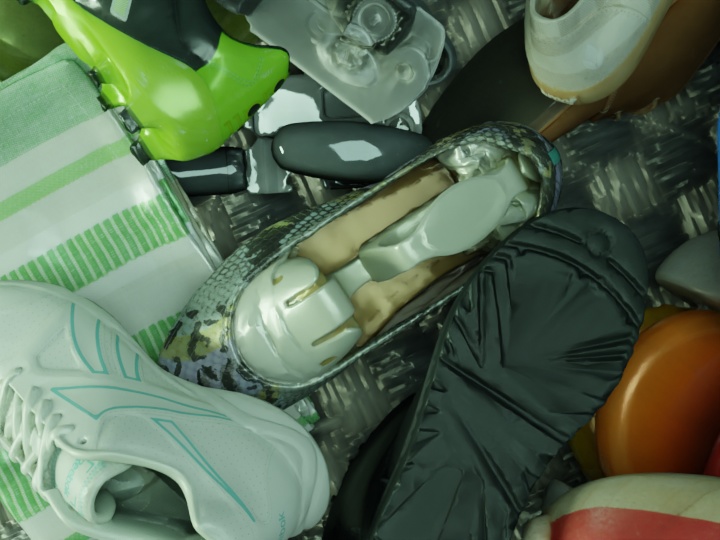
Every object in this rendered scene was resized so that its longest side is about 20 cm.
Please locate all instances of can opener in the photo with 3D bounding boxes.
[{"bbox_3d":[-0.067,-0.059,1.125,0.198,0.066,0.053,-4,89,-1],"label":"can opener"},{"bbox_3d":[-0.046,-0.140,1.100,0.200,0.067,0.053,38,106,5],"label":"can opener"}]

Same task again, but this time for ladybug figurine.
[{"bbox_3d":[0.157,0.148,1.025,0.199,0.136,0.072,18,50,-1],"label":"ladybug figurine"}]

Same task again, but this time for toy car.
[{"bbox_3d":[0.186,0.086,1.104,0.199,0.150,0.176,27,87,-5],"label":"toy car"}]

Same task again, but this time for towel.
[{"bbox_3d":[-0.128,0.018,1.110,0.152,0.023,0.201,-29,101,11],"label":"towel"}]

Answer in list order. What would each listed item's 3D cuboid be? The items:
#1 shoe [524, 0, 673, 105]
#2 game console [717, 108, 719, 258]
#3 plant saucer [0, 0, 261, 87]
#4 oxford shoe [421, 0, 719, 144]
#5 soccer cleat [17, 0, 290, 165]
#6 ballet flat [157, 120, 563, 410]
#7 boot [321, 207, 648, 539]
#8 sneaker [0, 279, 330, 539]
[{"bbox_3d":[0.125,-0.165,1.095,0.070,0.053,0.201,13,66,35],"label":"shoe"},{"bbox_3d":[0.222,-0.052,1.078,0.117,0.201,0.172,4,131,14],"label":"game console"},{"bbox_3d":[-0.118,-0.170,1.127,0.198,0.031,0.202,1,85,-8],"label":"plant saucer"},{"bbox_3d":[0.108,-0.089,1.143,0.200,0.071,0.071,-39,128,3],"label":"oxford shoe"},{"bbox_3d":[-0.106,-0.134,1.053,0.081,0.068,0.200,-34,75,-10],"label":"soccer cleat"},{"bbox_3d":[0.000,0.000,1.065,0.200,0.072,0.072,-33,93,-4],"label":"ballet flat"},{"bbox_3d":[0.046,0.067,1.084,0.073,0.162,0.199,27,86,-4],"label":"boot"},{"bbox_3d":[-0.113,0.064,1.050,0.199,0.080,0.071,23,120,20],"label":"sneaker"}]
